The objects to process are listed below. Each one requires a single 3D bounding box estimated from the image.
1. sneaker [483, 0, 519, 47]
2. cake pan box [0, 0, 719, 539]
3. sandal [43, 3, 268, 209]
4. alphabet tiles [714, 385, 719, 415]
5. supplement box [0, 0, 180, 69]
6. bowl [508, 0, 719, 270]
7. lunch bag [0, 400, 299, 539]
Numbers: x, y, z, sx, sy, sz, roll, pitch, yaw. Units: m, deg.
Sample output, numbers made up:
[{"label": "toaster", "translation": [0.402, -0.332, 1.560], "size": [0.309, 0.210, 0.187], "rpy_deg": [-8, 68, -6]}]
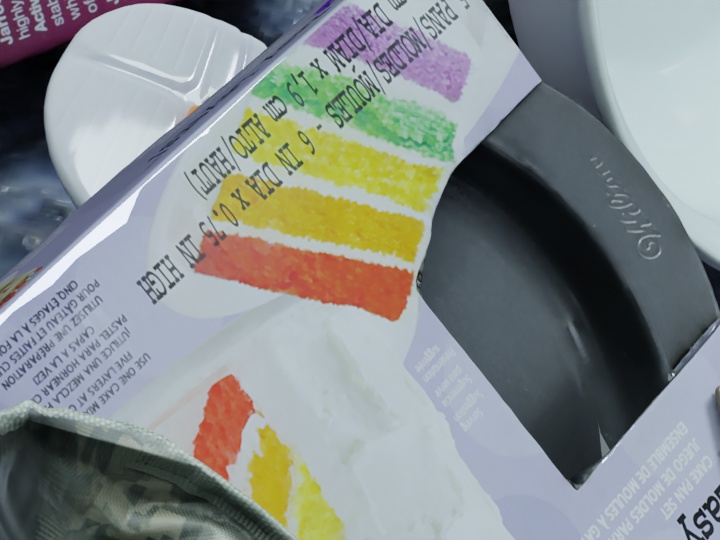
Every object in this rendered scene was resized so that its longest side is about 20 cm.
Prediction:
[{"label": "sneaker", "translation": [0.046, -0.127, 0.904], "size": [0.115, 0.075, 0.200], "rpy_deg": [29, 48, 32]}, {"label": "cake pan box", "translation": [0.008, 0.040, 0.697], "size": [0.200, 0.052, 0.185], "rpy_deg": [-43, 101, -35]}, {"label": "sandal", "translation": [-0.003, 0.007, 0.789], "size": [0.206, 0.059, 0.079], "rpy_deg": [32, 61, -4]}, {"label": "alphabet tiles", "translation": [0.198, 0.056, 0.713], "size": [0.199, 0.008, 0.168], "rpy_deg": [-13, 81, 0]}, {"label": "supplement box", "translation": [-0.102, -0.130, 0.836], "size": [0.199, 0.104, 0.131], "rpy_deg": [-24, 22, -23]}, {"label": "bowl", "translation": [0.107, -0.100, 0.813], "size": [0.201, 0.202, 0.090], "rpy_deg": [-36, 29, -30]}, {"label": "lunch bag", "translation": [-0.043, 0.136, 0.558], "size": [0.117, 0.164, 0.200], "rpy_deg": [-35, 80, -30]}]
